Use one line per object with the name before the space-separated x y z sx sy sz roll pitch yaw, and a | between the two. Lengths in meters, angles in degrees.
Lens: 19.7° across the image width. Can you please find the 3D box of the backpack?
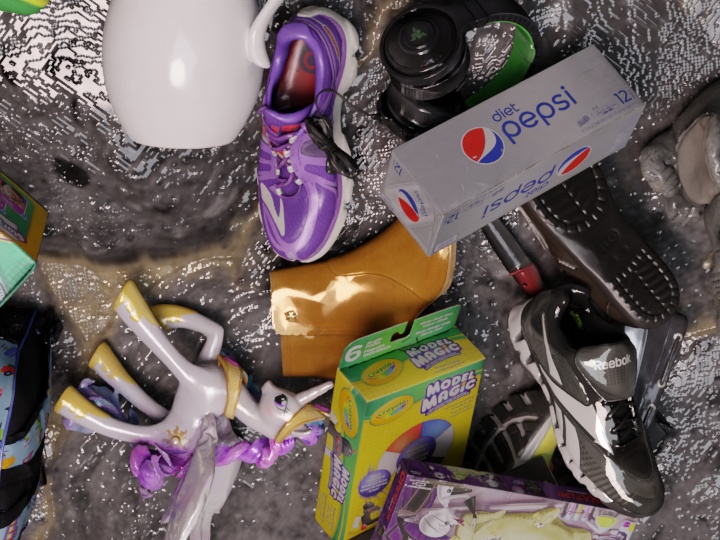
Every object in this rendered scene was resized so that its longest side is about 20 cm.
backpack | -0.309 0.133 1.611 0.134 0.200 0.183 7 111 -6

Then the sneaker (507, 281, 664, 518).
sneaker | 0.185 0.095 1.611 0.066 0.091 0.200 -17 72 -30

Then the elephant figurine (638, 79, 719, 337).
elephant figurine | 0.299 -0.060 1.578 0.141 0.200 0.155 -24 110 6

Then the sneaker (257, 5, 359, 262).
sneaker | -0.054 -0.102 1.594 0.080 0.083 0.201 9 108 21

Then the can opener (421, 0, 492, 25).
can opener | 0.019 -0.246 1.576 0.200 0.067 0.053 19 108 -24

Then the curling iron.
curling iron | 0.125 0.007 1.684 0.049 0.026 0.200 -28 109 3

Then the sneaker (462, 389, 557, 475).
sneaker | 0.130 0.188 1.734 0.090 0.078 0.200 19 113 -20

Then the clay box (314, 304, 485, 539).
clay box | 0.032 0.125 1.653 0.115 0.048 0.200 -19 139 -28

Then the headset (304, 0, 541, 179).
headset | 0.053 -0.132 1.564 0.200 0.094 0.124 -21 145 -18

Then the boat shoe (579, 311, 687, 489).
boat shoe | 0.228 0.121 1.716 0.066 0.070 0.201 9 102 -5

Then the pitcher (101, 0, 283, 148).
pitcher | -0.110 -0.192 1.532 0.171 0.121 0.201 12 108 29

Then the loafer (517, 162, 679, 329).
loafer | 0.167 -0.031 1.641 0.073 0.071 0.200 -34 88 -25

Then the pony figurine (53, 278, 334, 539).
pony figurine | -0.138 0.129 1.662 0.200 0.167 0.193 31 99 2

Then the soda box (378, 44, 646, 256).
soda box | 0.114 -0.092 1.570 0.200 0.063 0.068 -30 69 -24

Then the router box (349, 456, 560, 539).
router box | 0.088 0.260 1.689 0.200 0.052 0.157 -24 122 1

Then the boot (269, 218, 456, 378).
boot | 0.000 0.000 1.651 0.144 0.071 0.202 2 114 -5

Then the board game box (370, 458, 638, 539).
board game box | 0.107 0.217 1.625 0.199 0.032 0.120 11 118 -18

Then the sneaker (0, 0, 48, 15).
sneaker | -0.332 -0.217 1.556 0.199 0.074 0.084 7 128 -4

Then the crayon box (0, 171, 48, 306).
crayon box | -0.332 -0.068 1.578 0.200 0.119 0.058 41 103 -16
